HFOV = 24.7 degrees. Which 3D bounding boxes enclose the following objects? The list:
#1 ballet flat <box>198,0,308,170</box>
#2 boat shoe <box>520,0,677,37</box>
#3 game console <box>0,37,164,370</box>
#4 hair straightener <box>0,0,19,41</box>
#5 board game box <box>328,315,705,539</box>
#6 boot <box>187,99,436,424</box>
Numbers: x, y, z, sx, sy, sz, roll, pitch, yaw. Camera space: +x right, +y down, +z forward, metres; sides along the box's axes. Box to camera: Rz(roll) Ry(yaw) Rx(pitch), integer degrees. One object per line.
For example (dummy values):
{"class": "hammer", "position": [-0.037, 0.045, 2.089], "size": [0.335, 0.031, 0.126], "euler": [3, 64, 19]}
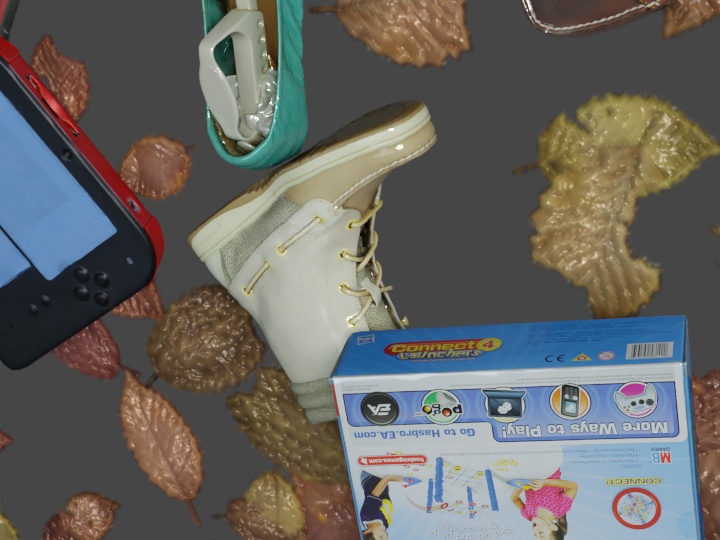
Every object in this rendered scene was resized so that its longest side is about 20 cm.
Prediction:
{"class": "ballet flat", "position": [-0.067, -0.152, 0.952], "size": [0.067, 0.070, 0.203], "euler": [6, 113, 28]}
{"class": "boat shoe", "position": [0.155, -0.172, 0.816], "size": [0.199, 0.070, 0.071], "euler": [-29, 95, 37]}
{"class": "game console", "position": [-0.242, -0.042, 1.095], "size": [0.176, 0.031, 0.201], "euler": [-32, 104, 28]}
{"class": "hair straightener", "position": [-0.260, -0.173, 1.072], "size": [0.077, 0.041, 0.201], "euler": [36, 128, 13]}
{"class": "board game box", "position": [0.097, 0.130, 0.945], "size": [0.197, 0.056, 0.198], "euler": [-3, 115, 15]}
{"class": "boot", "position": [0.000, 0.000, 0.978], "size": [0.199, 0.072, 0.156], "euler": [-30, 93, 41]}
